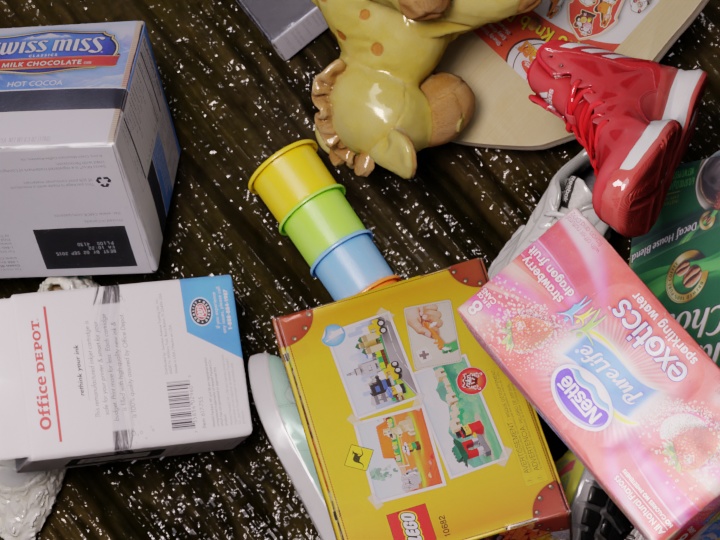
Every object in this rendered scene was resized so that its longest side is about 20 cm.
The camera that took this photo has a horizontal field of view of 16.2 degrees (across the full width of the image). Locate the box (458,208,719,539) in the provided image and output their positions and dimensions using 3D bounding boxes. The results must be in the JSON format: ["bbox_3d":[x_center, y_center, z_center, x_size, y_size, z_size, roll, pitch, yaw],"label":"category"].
[{"bbox_3d":[0.164,0.075,1.557,0.102,0.095,0.200,-40,66,2],"label":"box"}]

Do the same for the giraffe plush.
[{"bbox_3d":[0.028,-0.149,1.768,0.198,0.173,0.164,1,99,0],"label":"giraffe plush"}]

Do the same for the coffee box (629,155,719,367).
[{"bbox_3d":[0.229,0.023,1.672,0.123,0.044,0.202,-11,63,48],"label":"coffee box"}]

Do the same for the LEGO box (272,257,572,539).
[{"bbox_3d":[0.040,0.110,1.663,0.148,0.077,0.201,-16,60,-3],"label":"LEGO box"}]

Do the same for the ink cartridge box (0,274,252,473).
[{"bbox_3d":[-0.184,0.074,1.752,0.198,0.068,0.117,-5,79,-18],"label":"ink cartridge box"}]

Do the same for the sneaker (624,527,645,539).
[{"bbox_3d":[0.213,0.171,1.686,0.082,0.078,0.202,7,74,19],"label":"sneaker"}]

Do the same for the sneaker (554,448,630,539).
[{"bbox_3d":[0.123,0.175,1.707,0.090,0.078,0.201,15,69,32],"label":"sneaker"}]

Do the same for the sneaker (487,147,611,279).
[{"bbox_3d":[0.138,-0.023,1.754,0.075,0.081,0.201,32,85,16],"label":"sneaker"}]

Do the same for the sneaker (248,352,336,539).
[{"bbox_3d":[0.006,0.124,1.744,0.118,0.074,0.201,-30,68,-2],"label":"sneaker"}]

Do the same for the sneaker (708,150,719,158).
[{"bbox_3d":[0.310,-0.033,1.694,0.199,0.131,0.080,35,85,19],"label":"sneaker"}]

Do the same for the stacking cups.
[{"bbox_3d":[0.000,0.000,1.788,0.060,0.061,0.200,-37,73,0],"label":"stacking cups"}]

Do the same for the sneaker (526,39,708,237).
[{"bbox_3d":[0.152,-0.089,1.660,0.115,0.200,0.079,17,116,13],"label":"sneaker"}]

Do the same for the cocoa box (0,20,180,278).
[{"bbox_3d":[-0.242,-0.084,1.801,0.198,0.134,0.132,-2,46,11],"label":"cocoa box"}]

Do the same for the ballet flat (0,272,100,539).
[{"bbox_3d":[-0.236,0.092,1.806,0.071,0.072,0.201,12,78,14],"label":"ballet flat"}]

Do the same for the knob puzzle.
[{"bbox_3d":[0.129,-0.169,1.819,0.218,0.030,0.221,-8,72,24],"label":"knob puzzle"}]

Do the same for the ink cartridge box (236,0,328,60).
[{"bbox_3d":[-0.038,-0.292,1.885,0.200,0.043,0.199,-38,71,-2],"label":"ink cartridge box"}]
